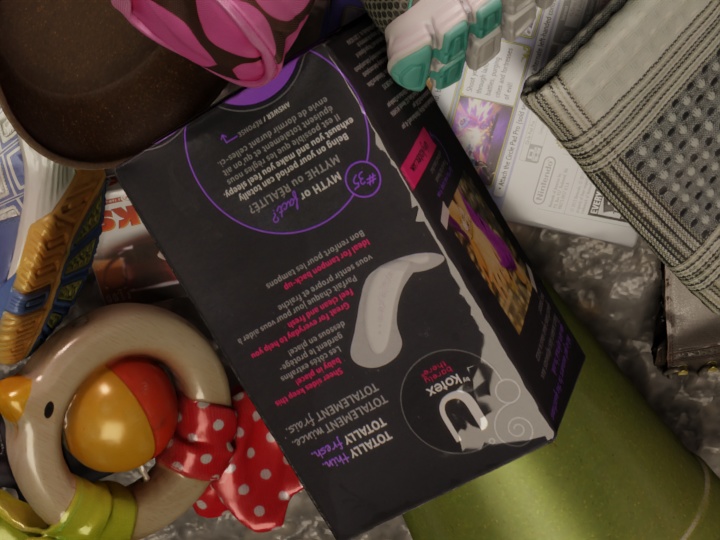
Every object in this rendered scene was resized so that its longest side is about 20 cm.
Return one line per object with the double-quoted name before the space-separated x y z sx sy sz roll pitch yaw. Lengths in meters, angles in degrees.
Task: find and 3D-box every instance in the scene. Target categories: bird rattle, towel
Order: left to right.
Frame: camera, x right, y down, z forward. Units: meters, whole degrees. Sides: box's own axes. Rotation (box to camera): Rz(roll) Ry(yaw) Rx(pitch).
"bird rattle" -0.114 0.095 0.907 0.199 0.113 0.164 -28 120 -19
"towel" 0.200 -0.094 0.819 0.200 0.035 0.193 -45 124 2

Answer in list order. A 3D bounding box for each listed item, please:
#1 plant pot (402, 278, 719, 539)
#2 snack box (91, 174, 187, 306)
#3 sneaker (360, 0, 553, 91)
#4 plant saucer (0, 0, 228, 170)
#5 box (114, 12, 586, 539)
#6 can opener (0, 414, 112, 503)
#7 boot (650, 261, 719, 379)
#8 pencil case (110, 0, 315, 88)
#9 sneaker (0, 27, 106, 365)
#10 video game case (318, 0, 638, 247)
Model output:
"plant pot" 0.093 0.109 0.923 0.199 0.200 0.191 -28 105 16
"snack box" -0.051 -0.032 0.909 0.199 0.024 0.072 -12 118 7
"sneaker" 0.077 -0.169 0.747 0.199 0.078 0.091 -34 76 -7
"plant saucer" -0.107 -0.146 0.769 0.037 0.200 0.202 26 126 27
"box" 0.000 0.000 0.778 0.122 0.106 0.201 -28 97 21
"can opener" -0.178 0.153 1.001 0.078 0.064 0.201 -2 121 0
"boot" 0.248 0.035 0.936 0.173 0.069 0.201 -10 111 6
"pencil case" -0.038 -0.182 0.712 0.093 0.201 0.091 23 163 0
"sneaker" -0.178 -0.055 0.862 0.088 0.075 0.201 17 103 12
"video game case" 0.075 -0.125 0.828 0.180 0.046 0.201 11 112 -9
